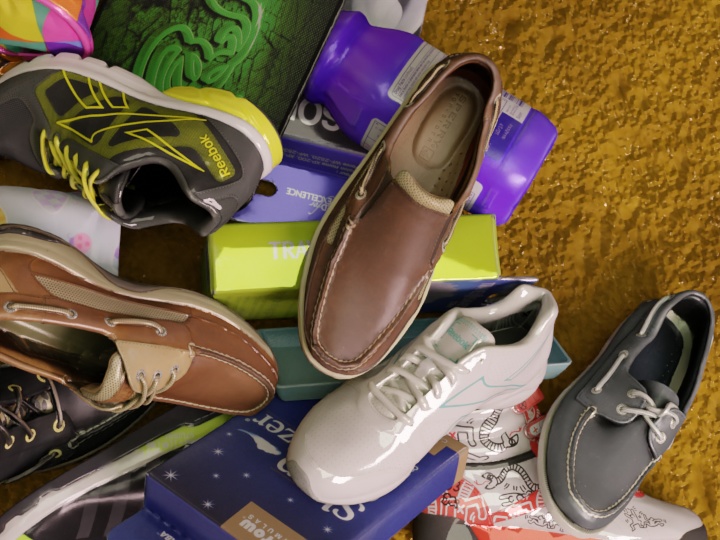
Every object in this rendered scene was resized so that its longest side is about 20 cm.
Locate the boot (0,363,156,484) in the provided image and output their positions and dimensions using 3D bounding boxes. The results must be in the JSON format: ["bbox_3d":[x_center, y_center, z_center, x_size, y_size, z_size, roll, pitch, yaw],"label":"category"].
[{"bbox_3d":[-0.207,0.087,0.787,0.202,0.154,0.074,-21,85,-12],"label":"boot"}]

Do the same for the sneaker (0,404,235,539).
[{"bbox_3d":[-0.147,0.152,0.830,0.199,0.072,0.083,-31,88,-12],"label":"sneaker"}]

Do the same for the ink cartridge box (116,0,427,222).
[{"bbox_3d":[-0.065,-0.132,0.902,0.196,0.043,0.202,12,81,-8],"label":"ink cartridge box"}]

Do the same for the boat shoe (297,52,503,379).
[{"bbox_3d":[0.022,-0.036,0.759,0.074,0.075,0.204,24,80,-6],"label":"boat shoe"}]

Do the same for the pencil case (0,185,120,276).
[{"bbox_3d":[-0.242,-0.015,0.803,0.198,0.090,0.084,5,84,-29],"label":"pencil case"}]

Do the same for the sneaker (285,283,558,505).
[{"bbox_3d":[0.038,0.064,0.791,0.199,0.081,0.070,-30,64,-30],"label":"sneaker"}]

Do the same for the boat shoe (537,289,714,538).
[{"bbox_3d":[0.174,0.084,0.859,0.073,0.062,0.200,41,50,-3],"label":"boat shoe"}]

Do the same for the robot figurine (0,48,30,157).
[{"bbox_3d":[-0.284,-0.113,0.854,0.200,0.058,0.145,-42,92,-13],"label":"robot figurine"}]

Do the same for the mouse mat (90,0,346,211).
[{"bbox_3d":[-0.096,-0.154,0.843,0.160,0.008,0.201,25,91,21],"label":"mouse mat"}]

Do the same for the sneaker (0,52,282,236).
[{"bbox_3d":[-0.149,-0.072,0.789,0.198,0.075,0.085,8,46,19],"label":"sneaker"}]

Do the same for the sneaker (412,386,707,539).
[{"bbox_3d":[0.133,0.130,0.882,0.199,0.067,0.109,2,83,-6],"label":"sneaker"}]

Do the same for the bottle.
[{"bbox_3d":[0.025,-0.110,0.853,0.199,0.065,0.084,31,43,2],"label":"bottle"}]

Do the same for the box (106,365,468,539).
[{"bbox_3d":[-0.039,0.129,0.793,0.121,0.033,0.200,29,38,26],"label":"box"}]

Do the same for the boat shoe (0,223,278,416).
[{"bbox_3d":[-0.140,0.047,0.766,0.199,0.076,0.074,23,39,-25],"label":"boat shoe"}]

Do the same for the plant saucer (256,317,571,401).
[{"bbox_3d":[0.034,0.056,0.875,0.198,0.070,0.019,-4,119,-15],"label":"plant saucer"}]

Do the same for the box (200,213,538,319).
[{"bbox_3d":[0.000,0.000,0.851,0.198,0.122,0.048,-2,80,-10],"label":"box"}]

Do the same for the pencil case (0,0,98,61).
[{"bbox_3d":[-0.183,-0.223,0.846,0.088,0.089,0.202,17,61,-7],"label":"pencil case"}]
